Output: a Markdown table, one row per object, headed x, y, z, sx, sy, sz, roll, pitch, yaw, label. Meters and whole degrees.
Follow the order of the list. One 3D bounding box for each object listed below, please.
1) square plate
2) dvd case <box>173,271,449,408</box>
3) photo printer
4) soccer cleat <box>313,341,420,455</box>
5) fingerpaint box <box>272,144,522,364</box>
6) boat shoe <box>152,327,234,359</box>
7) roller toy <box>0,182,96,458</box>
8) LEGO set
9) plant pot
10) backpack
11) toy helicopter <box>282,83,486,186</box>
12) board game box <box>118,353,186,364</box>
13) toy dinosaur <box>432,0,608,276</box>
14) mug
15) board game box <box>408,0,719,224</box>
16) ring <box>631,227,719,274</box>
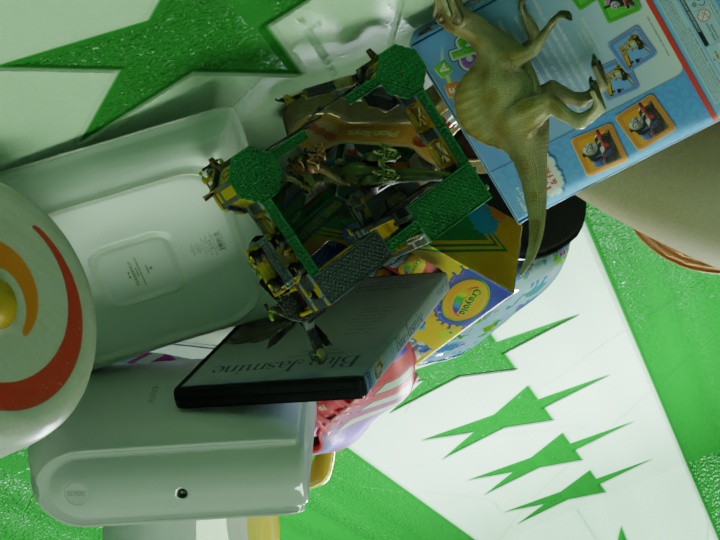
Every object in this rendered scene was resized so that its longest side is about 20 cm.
| x | y | z | sx | sy | sz | roll | pitch | yaw | label |
| --- | --- | --- | --- | --- | --- | --- | --- | --- | --- |
| -0.155 | -0.009 | 1.507 | 0.197 | 0.029 | 0.201 | -16 | 135 | 1 | square plate |
| -0.031 | 0.048 | 1.546 | 0.142 | 0.018 | 0.200 | -4 | -160 | 22 | dvd case |
| -0.133 | 0.118 | 1.534 | 0.198 | 0.070 | 0.167 | -4 | -160 | 3 | photo printer |
| -0.012 | 0.094 | 1.668 | 0.076 | 0.067 | 0.200 | -31 | 168 | -26 | soccer cleat |
| 0.000 | 0.000 | 1.686 | 0.166 | 0.074 | 0.200 | 29 | 139 | -22 | fingerpaint box |
| -0.168 | 0.024 | 1.653 | 0.198 | 0.071 | 0.070 | 7 | 131 | 1 | boat shoe |
| -0.267 | 0.034 | 1.389 | 0.139 | 0.201 | 0.182 | -23 | 167 | 42 | roller toy |
| -0.018 | -0.050 | 1.469 | 0.200 | 0.154 | 0.116 | -45 | -171 | -24 | LEGO set |
| 0.270 | -0.086 | 1.695 | 0.198 | 0.189 | 0.187 | 10 | 162 | 3 | plant pot |
| 0.081 | -0.008 | 1.819 | 0.199 | 0.155 | 0.163 | -19 | 178 | 42 | backpack |
| 0.039 | -0.100 | 1.566 | 0.198 | 0.079 | 0.133 | 0 | 146 | -18 | toy helicopter |
| -0.196 | 0.093 | 1.802 | 0.134 | 0.034 | 0.200 | -28 | 137 | 19 | board game box |
| 0.112 | -0.107 | 1.434 | 0.101 | 0.201 | 0.058 | -21 | 179 | 19 | toy dinosaur |
| -0.127 | 0.154 | 1.783 | 0.187 | 0.149 | 0.154 | -43 | 149 | -41 | mug |
| 0.156 | -0.141 | 1.466 | 0.199 | 0.152 | 0.037 | -27 | -161 | 18 | board game box |
| 0.307 | -0.091 | 1.793 | 0.199 | 0.201 | 0.019 | -25 | -156 | 12 | ring |
